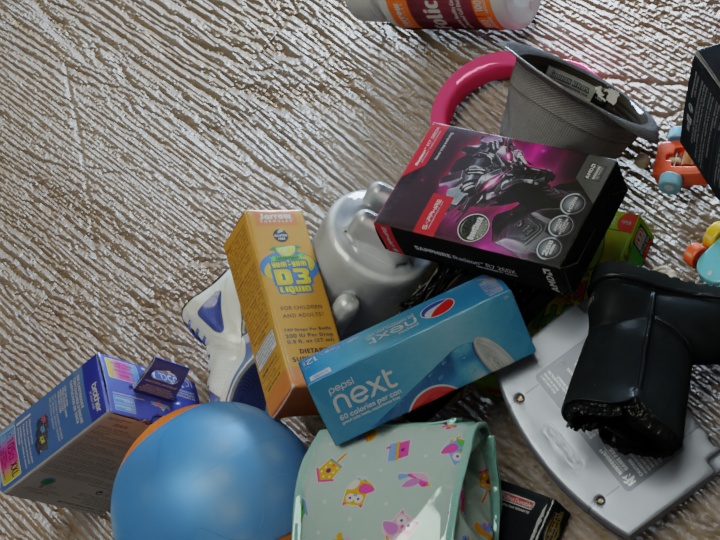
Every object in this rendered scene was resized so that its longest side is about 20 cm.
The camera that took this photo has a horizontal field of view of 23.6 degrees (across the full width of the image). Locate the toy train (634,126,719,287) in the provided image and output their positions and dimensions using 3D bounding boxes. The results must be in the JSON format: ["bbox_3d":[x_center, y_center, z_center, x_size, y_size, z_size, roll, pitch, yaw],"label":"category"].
[{"bbox_3d":[0.326,-0.045,1.603,0.150,0.056,0.200,-4,53,25],"label":"toy train"}]

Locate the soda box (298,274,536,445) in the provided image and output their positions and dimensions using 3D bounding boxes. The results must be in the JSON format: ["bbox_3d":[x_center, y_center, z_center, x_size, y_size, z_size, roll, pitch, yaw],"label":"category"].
[{"bbox_3d":[0.050,0.077,1.540,0.200,0.068,0.064,-25,19,-1],"label":"soda box"}]

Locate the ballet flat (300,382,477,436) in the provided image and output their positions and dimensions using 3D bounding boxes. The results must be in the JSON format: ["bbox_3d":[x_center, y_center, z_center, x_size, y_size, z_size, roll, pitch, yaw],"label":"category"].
[{"bbox_3d":[0.026,0.112,1.678,0.200,0.065,0.071,-23,50,15],"label":"ballet flat"}]

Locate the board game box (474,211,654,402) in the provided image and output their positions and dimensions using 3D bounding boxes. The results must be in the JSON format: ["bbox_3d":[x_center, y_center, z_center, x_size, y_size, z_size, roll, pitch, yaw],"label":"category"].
[{"bbox_3d":[0.194,0.035,1.639,0.101,0.048,0.200,13,70,34],"label":"board game box"}]

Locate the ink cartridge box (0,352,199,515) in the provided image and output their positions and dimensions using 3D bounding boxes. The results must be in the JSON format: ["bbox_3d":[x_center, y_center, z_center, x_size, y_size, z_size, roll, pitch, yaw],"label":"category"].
[{"bbox_3d":[-0.252,0.160,1.733,0.200,0.136,0.077,-35,54,28],"label":"ink cartridge box"}]

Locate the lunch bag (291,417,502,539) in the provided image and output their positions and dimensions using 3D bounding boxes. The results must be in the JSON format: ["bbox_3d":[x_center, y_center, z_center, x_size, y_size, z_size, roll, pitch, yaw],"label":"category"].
[{"bbox_3d":[0.032,0.229,1.515,0.170,0.122,0.201,-6,66,28],"label":"lunch bag"}]

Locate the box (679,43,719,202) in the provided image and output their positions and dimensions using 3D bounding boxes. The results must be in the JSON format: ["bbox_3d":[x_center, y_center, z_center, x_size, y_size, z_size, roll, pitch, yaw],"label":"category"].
[{"bbox_3d":[0.416,-0.112,1.508,0.199,0.124,0.197,-16,51,-11],"label":"box"}]

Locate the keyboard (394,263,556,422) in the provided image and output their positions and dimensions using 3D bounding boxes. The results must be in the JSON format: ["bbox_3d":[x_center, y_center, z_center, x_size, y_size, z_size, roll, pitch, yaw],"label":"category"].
[{"bbox_3d":[0.081,0.054,1.597,0.104,0.040,0.200,42,111,-1],"label":"keyboard"}]

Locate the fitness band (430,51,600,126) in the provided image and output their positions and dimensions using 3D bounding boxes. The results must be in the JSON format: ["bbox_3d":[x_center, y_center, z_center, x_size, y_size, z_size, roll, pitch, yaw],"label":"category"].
[{"bbox_3d":[0.165,-0.157,1.773,0.200,0.037,0.144,15,71,33],"label":"fitness band"}]

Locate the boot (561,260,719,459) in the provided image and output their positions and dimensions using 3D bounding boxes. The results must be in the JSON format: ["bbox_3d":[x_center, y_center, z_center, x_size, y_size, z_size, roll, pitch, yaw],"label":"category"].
[{"bbox_3d":[0.278,0.091,1.486,0.200,0.076,0.168,16,54,-2],"label":"boot"}]

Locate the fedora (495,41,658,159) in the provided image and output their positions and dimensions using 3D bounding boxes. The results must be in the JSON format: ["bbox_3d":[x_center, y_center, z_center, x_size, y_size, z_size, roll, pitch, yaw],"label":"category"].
[{"bbox_3d":[0.191,-0.140,1.635,0.177,0.200,0.090,34,107,14],"label":"fedora"}]

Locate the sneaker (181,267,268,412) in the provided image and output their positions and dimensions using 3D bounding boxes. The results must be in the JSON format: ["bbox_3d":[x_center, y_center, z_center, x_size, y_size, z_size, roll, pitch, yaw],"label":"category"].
[{"bbox_3d":[-0.131,0.079,1.787,0.115,0.080,0.200,-5,67,43],"label":"sneaker"}]

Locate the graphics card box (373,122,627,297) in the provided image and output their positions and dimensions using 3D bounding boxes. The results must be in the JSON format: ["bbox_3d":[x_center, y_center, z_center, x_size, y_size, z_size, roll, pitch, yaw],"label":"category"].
[{"bbox_3d":[0.125,-0.057,1.550,0.200,0.051,0.126,16,62,32],"label":"graphics card box"}]

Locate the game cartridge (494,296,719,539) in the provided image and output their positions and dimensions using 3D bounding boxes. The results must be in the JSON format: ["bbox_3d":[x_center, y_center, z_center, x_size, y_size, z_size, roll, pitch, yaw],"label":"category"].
[{"bbox_3d":[0.215,0.135,1.537,0.133,0.040,0.200,-34,68,-8],"label":"game cartridge"}]

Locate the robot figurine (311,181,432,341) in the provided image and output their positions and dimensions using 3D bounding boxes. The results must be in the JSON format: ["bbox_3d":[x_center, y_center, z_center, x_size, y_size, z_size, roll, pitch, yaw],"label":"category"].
[{"bbox_3d":[0.000,0.000,1.695,0.113,0.200,0.170,31,50,0],"label":"robot figurine"}]

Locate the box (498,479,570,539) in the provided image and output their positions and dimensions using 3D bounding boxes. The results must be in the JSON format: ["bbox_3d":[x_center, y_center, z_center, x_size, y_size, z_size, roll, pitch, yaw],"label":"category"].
[{"bbox_3d":[0.072,0.258,1.581,0.200,0.046,0.159,17,73,35],"label":"box"}]

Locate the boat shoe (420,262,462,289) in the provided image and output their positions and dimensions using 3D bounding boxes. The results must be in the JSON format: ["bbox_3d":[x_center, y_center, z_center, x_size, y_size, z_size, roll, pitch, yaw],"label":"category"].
[{"bbox_3d":[0.106,-0.022,1.651,0.072,0.076,0.200,56,140,3],"label":"boat shoe"}]

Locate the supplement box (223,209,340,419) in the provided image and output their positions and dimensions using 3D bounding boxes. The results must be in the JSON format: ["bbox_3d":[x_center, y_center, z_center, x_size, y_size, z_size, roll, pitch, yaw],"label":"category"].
[{"bbox_3d":[-0.071,0.039,1.640,0.069,0.066,0.200,-59,41,49],"label":"supplement box"}]

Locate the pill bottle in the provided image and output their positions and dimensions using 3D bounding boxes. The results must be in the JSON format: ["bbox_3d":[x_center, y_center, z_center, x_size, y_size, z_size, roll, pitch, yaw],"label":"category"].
[{"bbox_3d":[0.087,-0.317,1.857,0.199,0.114,0.114,5,66,31],"label":"pill bottle"}]

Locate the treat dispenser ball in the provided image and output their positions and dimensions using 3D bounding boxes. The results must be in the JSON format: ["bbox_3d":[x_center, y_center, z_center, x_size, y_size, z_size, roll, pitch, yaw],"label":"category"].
[{"bbox_3d":[-0.134,0.224,1.618,0.200,0.201,0.201,-14,58,22],"label":"treat dispenser ball"}]
